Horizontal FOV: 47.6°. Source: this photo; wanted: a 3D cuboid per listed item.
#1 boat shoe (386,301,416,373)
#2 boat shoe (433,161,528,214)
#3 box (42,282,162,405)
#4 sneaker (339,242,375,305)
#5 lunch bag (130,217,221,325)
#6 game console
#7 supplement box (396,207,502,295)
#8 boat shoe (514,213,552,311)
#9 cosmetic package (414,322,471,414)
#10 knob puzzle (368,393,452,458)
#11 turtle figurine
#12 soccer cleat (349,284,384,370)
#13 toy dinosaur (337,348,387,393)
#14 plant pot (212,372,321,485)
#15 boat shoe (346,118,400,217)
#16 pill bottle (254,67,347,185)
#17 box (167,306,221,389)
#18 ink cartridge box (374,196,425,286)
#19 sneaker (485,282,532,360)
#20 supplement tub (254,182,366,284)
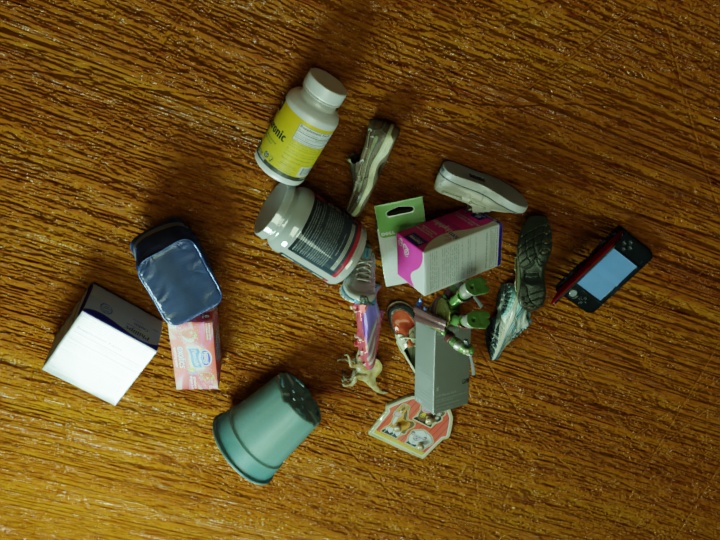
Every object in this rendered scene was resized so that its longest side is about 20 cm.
[{"bbox_3d":[0.114,0.158,1.854,0.070,0.063,0.202,-18,122,11],"label":"boat shoe"},{"bbox_3d":[0.240,-0.151,1.651,0.197,0.072,0.070,19,127,-13],"label":"boat shoe"},{"bbox_3d":[-0.562,0.164,1.792,0.182,0.106,0.200,32,118,-22],"label":"box"},{"bbox_3d":[0.000,0.000,1.664,0.074,0.201,0.088,12,114,-11],"label":"sneaker"},{"bbox_3d":[-0.376,0.002,1.681,0.134,0.133,0.202,-26,125,-8],"label":"lunch bag"},{"bbox_3d":[0.519,0.018,1.749,0.171,0.120,0.200,32,117,-22],"label":"game console"},{"bbox_3d":[0.179,-0.042,1.647,0.197,0.101,0.105,-22,126,-26],"label":"supplement box"},{"bbox_3d":[0.358,-0.019,1.735,0.074,0.074,0.204,5,99,-4],"label":"boat shoe"},{"bbox_3d":[0.183,0.203,1.826,0.105,0.090,0.204,-12,113,-28],"label":"cosmetic package"},{"bbox_3d":[0.144,0.379,2.024,0.215,0.031,0.223,-1,124,-2],"label":"knob puzzle"},{"bbox_3d":[0.222,0.090,1.667,0.199,0.145,0.194,36,158,-7],"label":"turtle figurine"},{"bbox_3d":[0.023,0.126,1.812,0.075,0.067,0.204,-13,111,-13],"label":"soccer cleat"},{"bbox_3d":[0.005,0.241,1.906,0.099,0.059,0.203,-14,124,5],"label":"toy dinosaur"},{"bbox_3d":[-0.207,0.356,1.900,0.196,0.201,0.200,-41,118,14],"label":"plant pot"},{"bbox_3d":[0.007,-0.206,1.605,0.074,0.075,0.205,25,114,-3],"label":"boat shoe"},{"bbox_3d":[-0.108,-0.269,1.524,0.110,0.112,0.201,25,119,-19],"label":"pill bottle"},{"bbox_3d":[-0.362,0.159,1.802,0.097,0.096,0.203,0,127,-4],"label":"box"},{"bbox_3d":[0.087,-0.071,1.698,0.102,0.060,0.203,-10,124,1],"label":"ink cartridge box"},{"bbox_3d":[0.341,0.124,1.837,0.085,0.078,0.203,6,124,-11],"label":"sneaker"},{"bbox_3d":[-0.098,-0.077,1.635,0.198,0.141,0.141,32,117,-23],"label":"supplement tub"}]
